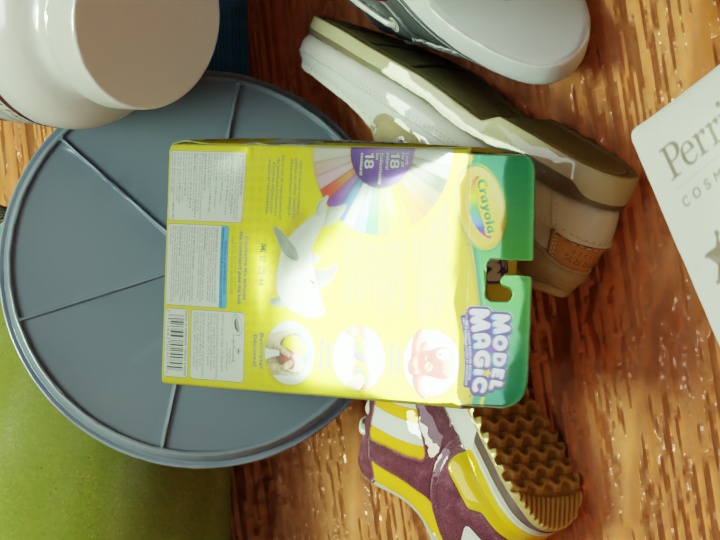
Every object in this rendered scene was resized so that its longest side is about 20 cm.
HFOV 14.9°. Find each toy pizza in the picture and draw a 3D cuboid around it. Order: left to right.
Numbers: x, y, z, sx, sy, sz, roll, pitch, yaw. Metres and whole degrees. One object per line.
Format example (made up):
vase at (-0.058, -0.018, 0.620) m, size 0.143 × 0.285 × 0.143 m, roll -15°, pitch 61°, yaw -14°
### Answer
toy pizza at (-0.079, 0.000, 1.356) m, size 0.032 × 0.199 × 0.202 m, roll 110°, pitch 146°, yaw -75°

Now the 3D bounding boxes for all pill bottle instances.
pill bottle at (-0.160, -0.128, 1.336) m, size 0.199 × 0.112 × 0.114 m, roll 10°, pitch 99°, yaw 49°

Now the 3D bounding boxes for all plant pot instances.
plant pot at (-0.141, 0.079, 1.418) m, size 0.186 × 0.186 × 0.202 m, roll 7°, pitch 84°, yaw 44°

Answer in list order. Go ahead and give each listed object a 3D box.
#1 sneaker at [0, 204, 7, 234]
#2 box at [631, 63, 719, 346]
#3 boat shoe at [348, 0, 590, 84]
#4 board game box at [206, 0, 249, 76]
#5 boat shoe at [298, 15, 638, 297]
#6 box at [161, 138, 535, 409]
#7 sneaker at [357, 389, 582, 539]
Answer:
sneaker at (-0.214, 0.054, 1.561) m, size 0.091 × 0.077 × 0.201 m, roll 37°, pitch 114°, yaw 55°
box at (0.251, -0.027, 0.990) m, size 0.199 × 0.199 × 0.172 m, roll -39°, pitch 63°, yaw 40°
boat shoe at (0.028, -0.140, 1.306) m, size 0.200 × 0.072 × 0.068 m, roll 36°, pitch 150°, yaw 23°
board game box at (-0.140, -0.173, 1.432) m, size 0.195 × 0.056 × 0.201 m, roll 32°, pitch 133°, yaw 40°
boat shoe at (0.038, -0.057, 1.290) m, size 0.200 × 0.074 × 0.069 m, roll 35°, pitch 110°, yaw 38°
box at (0.000, 0.000, 1.251) m, size 0.199 × 0.048 × 0.118 m, roll 4°, pitch 92°, yaw 37°
sneaker at (0.024, 0.054, 1.307) m, size 0.090 × 0.075 × 0.201 m, roll -38°, pitch 65°, yaw 33°
